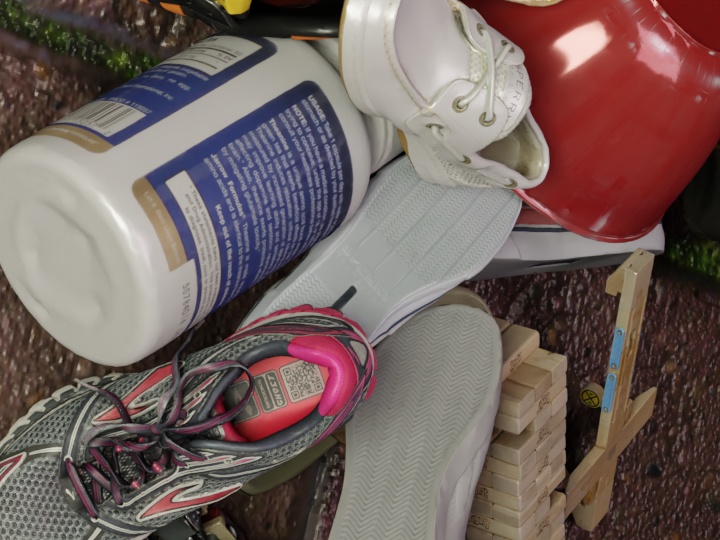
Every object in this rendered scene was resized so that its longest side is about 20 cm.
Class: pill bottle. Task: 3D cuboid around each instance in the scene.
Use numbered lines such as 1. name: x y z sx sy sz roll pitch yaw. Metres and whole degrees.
1. pill bottle: -0.066 -0.048 0.977 0.200 0.111 0.111 -35 119 -38

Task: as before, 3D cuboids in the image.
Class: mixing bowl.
1. mixing bowl: 0.134 -0.127 1.112 0.200 0.108 0.200 27 45 -31

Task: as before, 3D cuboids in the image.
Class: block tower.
1. block tower: 0.078 0.129 1.152 0.058 0.054 0.200 -39 135 -44

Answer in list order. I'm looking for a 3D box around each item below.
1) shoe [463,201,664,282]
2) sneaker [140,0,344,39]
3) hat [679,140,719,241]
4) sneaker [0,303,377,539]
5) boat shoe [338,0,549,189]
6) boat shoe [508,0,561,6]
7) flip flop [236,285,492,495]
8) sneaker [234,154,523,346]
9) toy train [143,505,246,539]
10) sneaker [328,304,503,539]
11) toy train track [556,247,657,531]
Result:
1. shoe: 0.086 -0.046 1.171 0.200 0.071 0.091 -5 81 -38
2. sneaker: -0.081 -0.147 0.926 0.200 0.090 0.070 10 113 -28
3. hat: 0.246 -0.069 1.321 0.200 0.081 0.201 -1 91 -53
4. sneaker: -0.089 0.073 0.939 0.200 0.075 0.081 -29 91 3
5. boat shoe: 0.046 -0.088 0.956 0.071 0.069 0.200 -71 158 -10
6. boat shoe: 0.034 -0.164 0.968 0.200 0.074 0.069 23 37 -36
7. flip flop: 0.005 0.059 1.099 0.200 0.058 0.081 -19 108 -38
8. sneaker: 0.000 0.000 1.053 0.200 0.071 0.073 -38 96 -32
9. toy train: -0.070 0.144 1.046 0.200 0.034 0.046 53 17 -37
10. sneaker: 0.029 0.121 1.048 0.116 0.073 0.200 79 24 -46
11. toy train track: 0.140 0.070 1.229 0.115 0.032 0.200 -42 147 -43
